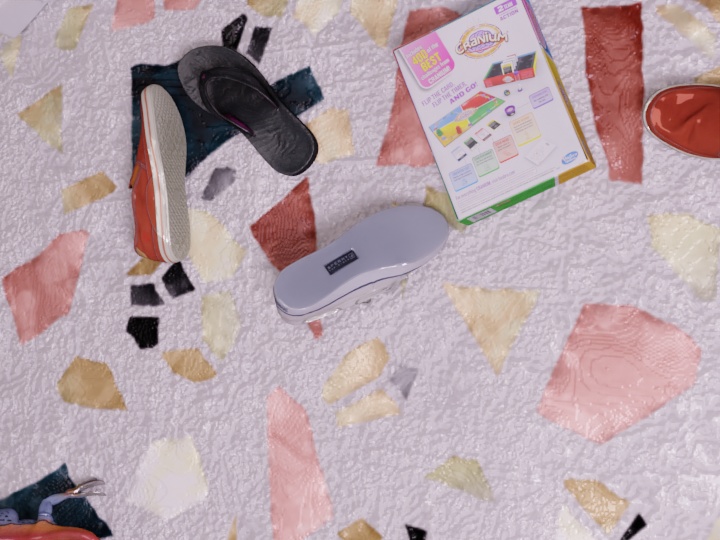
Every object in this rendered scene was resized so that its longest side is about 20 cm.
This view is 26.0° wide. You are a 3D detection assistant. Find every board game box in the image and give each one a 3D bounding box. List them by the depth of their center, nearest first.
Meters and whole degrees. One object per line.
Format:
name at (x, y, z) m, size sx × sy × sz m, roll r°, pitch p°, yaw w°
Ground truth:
board game box at (0.138, -0.169, 1.621) m, size 0.152 × 0.040 × 0.201 m, roll -23°, pitch 77°, yaw 17°

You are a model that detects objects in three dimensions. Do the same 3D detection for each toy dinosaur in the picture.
toy dinosaur at (-0.362, 0.308, 1.710) m, size 0.181 × 0.199 × 0.106 m, roll -5°, pitch 99°, yaw 51°

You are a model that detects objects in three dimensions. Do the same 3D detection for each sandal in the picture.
sandal at (-0.127, -0.184, 1.717) m, size 0.200 × 0.048 × 0.076 m, roll 41°, pitch 99°, yaw 18°

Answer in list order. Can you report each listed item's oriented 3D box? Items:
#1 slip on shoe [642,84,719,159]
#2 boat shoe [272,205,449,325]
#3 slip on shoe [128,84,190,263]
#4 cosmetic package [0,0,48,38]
slip on shoe at (0.369, -0.137, 1.514) m, size 0.199 × 0.061 × 0.075 m, roll 19°, pitch 93°, yaw 22°
boat shoe at (0.002, 0.004, 1.641) m, size 0.201 × 0.086 × 0.075 m, roll -29°, pitch 68°, yaw -15°
slip on shoe at (-0.231, -0.107, 1.739) m, size 0.061 × 0.074 × 0.202 m, roll -5°, pitch 88°, yaw 23°
cosmetic package at (-0.384, -0.380, 1.820) m, size 0.200 × 0.074 × 0.102 m, roll -44°, pitch 72°, yaw 13°
